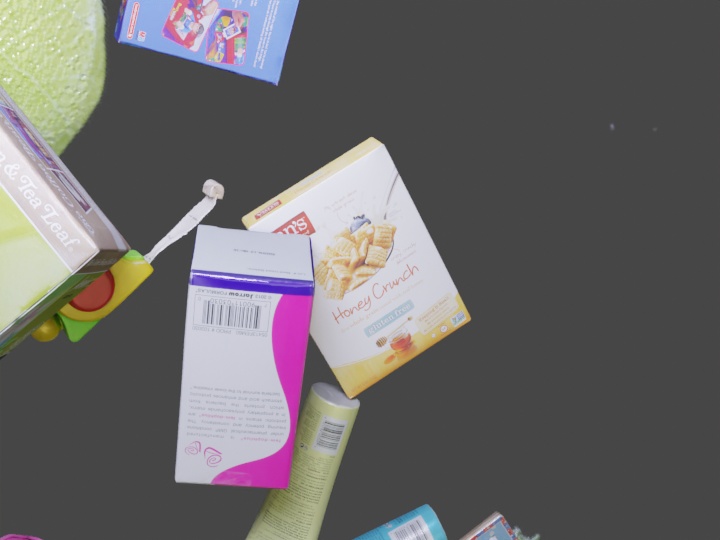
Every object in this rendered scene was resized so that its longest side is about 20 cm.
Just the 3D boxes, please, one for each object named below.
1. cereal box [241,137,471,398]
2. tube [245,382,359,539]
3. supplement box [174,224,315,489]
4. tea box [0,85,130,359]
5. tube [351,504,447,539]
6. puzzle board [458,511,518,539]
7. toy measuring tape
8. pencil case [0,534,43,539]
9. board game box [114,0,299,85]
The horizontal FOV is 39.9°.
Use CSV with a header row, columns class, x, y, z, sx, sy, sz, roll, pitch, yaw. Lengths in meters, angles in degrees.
class,x,y,z,sx,sy,sz,roll,pitch,yaw
cereal box,0.000,0.000,0.914,0.143,0.040,0.201,-32,116,-5
tube,-0.057,0.208,0.964,0.051,0.058,0.202,10,106,-38
supplement box,-0.100,0.075,0.849,0.100,0.104,0.202,6,114,-8
tea box,-0.309,-0.031,0.713,0.196,0.134,0.201,-38,93,-1
tube,-0.008,0.303,1.003,0.198,0.077,0.051,-23,122,-14
puzzle board,0.125,0.357,1.068,0.150,0.017,0.201,-36,130,-4
toy measuring tape,-0.204,-0.022,0.827,0.200,0.073,0.074,-45,116,-10
pencil case,-0.339,0.341,0.888,0.090,0.094,0.201,29,97,-25
board game box,-0.106,-0.264,0.784,0.133,0.045,0.202,12,104,-22
